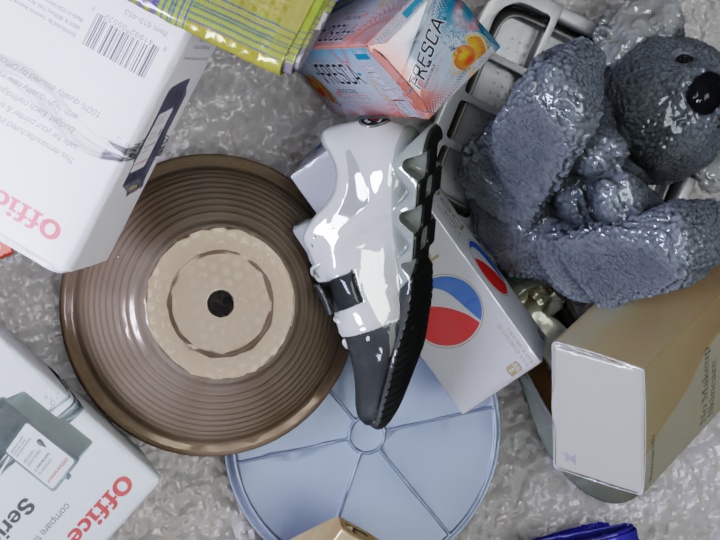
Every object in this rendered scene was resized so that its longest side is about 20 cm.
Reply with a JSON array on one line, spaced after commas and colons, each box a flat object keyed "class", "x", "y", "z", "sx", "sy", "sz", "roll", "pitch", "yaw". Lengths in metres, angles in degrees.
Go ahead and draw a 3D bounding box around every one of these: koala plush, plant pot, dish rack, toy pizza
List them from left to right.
[{"class": "plant pot", "x": -0.095, "y": 0.023, "z": 1.460, "sx": 0.200, "sy": 0.093, "sz": 0.202, "roll": 0, "pitch": 89, "yaw": -11}, {"class": "toy pizza", "x": 0.000, "y": 0.112, "z": 1.549, "sx": 0.199, "sy": 0.032, "sz": 0.201, "roll": -1, "pitch": 93, "yaw": -15}, {"class": "dish rack", "x": 0.140, "y": -0.088, "z": 1.567, "sx": 0.199, "sy": 0.044, "sz": 0.172, "roll": 23, "pitch": 88, "yaw": -19}, {"class": "koala plush", "x": 0.180, "y": -0.089, "z": 1.493, "sx": 0.178, "sy": 0.184, "sz": 0.200, "roll": 49, "pitch": 59, "yaw": -5}]

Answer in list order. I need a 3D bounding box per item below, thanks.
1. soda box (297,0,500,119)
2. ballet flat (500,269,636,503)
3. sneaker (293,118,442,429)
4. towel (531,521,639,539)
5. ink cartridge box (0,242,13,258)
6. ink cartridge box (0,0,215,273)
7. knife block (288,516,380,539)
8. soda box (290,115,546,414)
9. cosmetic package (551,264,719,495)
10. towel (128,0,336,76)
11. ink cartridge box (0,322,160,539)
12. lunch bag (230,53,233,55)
[{"class": "soda box", "x": 0.014, "y": -0.144, "z": 1.437, "sx": 0.068, "sy": 0.200, "sz": 0.064, "roll": -45, "pitch": 107, "yaw": -10}, {"class": "ballet flat", "x": 0.150, "y": 0.088, "z": 1.579, "sx": 0.067, "sy": 0.064, "sz": 0.201, "roll": -35, "pitch": 105, "yaw": -11}, {"class": "sneaker", "x": 0.000, "y": 0.000, "z": 1.438, "sx": 0.088, "sy": 0.074, "sz": 0.201, "roll": 7, "pitch": 100, "yaw": 14}, {"class": "towel", "x": 0.143, "y": 0.289, "z": 1.611, "sx": 0.147, "sy": 0.050, "sz": 0.201, "roll": -12, "pitch": 100, "yaw": -9}, {"class": "ink cartridge box", "x": -0.337, "y": -0.054, "z": 1.418, "sx": 0.199, "sy": 0.044, "sz": 0.174, "roll": -23, "pitch": 101, "yaw": -14}, {"class": "ink cartridge box", "x": -0.181, "y": -0.120, "z": 1.349, "sx": 0.144, "sy": 0.084, "sz": 0.201, "roll": 30, "pitch": 100, "yaw": 7}, {"class": "knife block", "x": -0.058, "y": 0.271, "z": 1.479, "sx": 0.064, "sy": 0.200, "sz": 0.176, "roll": 31, "pitch": 57, "yaw": -19}, {"class": "soda box", "x": 0.041, "y": -0.008, "z": 1.495, "sx": 0.068, "sy": 0.064, "sz": 0.200, "roll": -34, "pitch": 98, "yaw": 15}, {"class": "cosmetic package", "x": 0.208, "y": 0.055, "z": 1.525, "sx": 0.200, "sy": 0.071, "sz": 0.106, "roll": -40, "pitch": 135, "yaw": -44}, {"class": "towel", "x": -0.091, "y": -0.207, "z": 1.284, "sx": 0.199, "sy": 0.023, "sz": 0.144, "roll": 25, "pitch": 78, "yaw": 7}, {"class": "ink cartridge box", "x": -0.249, "y": 0.117, "z": 1.441, "sx": 0.200, "sy": 0.083, "sz": 0.147, "roll": 43, "pitch": 86, "yaw": -18}, {"class": "lunch bag", "x": -0.003, "y": -0.247, "z": 1.393, "sx": 0.124, "sy": 0.199, "sz": 0.170, "roll": 56, "pitch": 37, "yaw": -17}]
